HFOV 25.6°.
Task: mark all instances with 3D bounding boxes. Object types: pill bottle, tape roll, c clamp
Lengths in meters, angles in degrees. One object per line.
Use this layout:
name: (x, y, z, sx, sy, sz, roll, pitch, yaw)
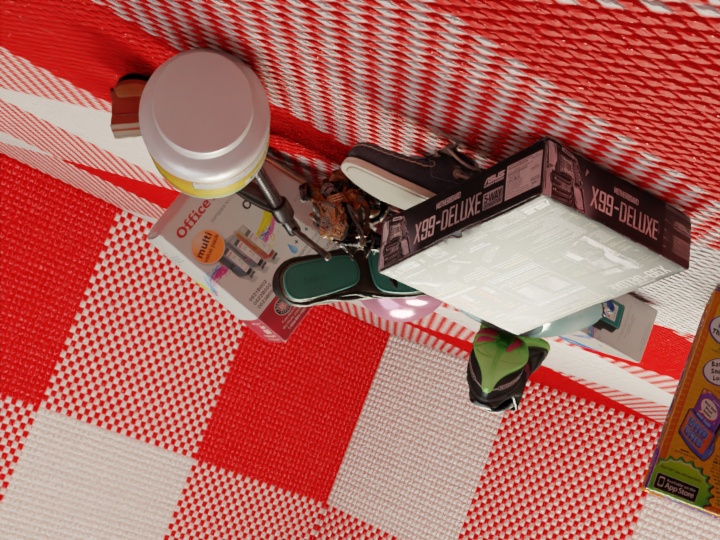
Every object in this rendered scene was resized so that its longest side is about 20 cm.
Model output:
pill bottle: (-0.132, -0.127, 1.350, 0.110, 0.112, 0.200, 22, 175, -2)
tape roll: (-0.073, -0.085, 1.739, 0.202, 0.037, 0.203, 33, -176, -3)
c clamp: (-0.115, -0.110, 1.572, 0.170, 0.027, 0.201, 29, 158, 50)

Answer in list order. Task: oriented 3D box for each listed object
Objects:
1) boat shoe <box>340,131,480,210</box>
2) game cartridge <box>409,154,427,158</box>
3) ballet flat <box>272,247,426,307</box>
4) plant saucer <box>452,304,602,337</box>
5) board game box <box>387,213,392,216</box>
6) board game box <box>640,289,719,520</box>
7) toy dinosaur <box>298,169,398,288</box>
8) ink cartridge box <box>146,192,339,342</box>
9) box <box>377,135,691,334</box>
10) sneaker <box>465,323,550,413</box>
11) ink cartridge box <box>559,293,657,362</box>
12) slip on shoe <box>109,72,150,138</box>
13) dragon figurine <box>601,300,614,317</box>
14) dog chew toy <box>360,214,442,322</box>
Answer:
boat shoe: (0.082, -0.071, 1.315, 0.198, 0.062, 0.075, 20, 173, -6)
game cartridge: (0.136, -0.050, 1.468, 0.132, 0.041, 0.200, 23, 177, 32)
ballet flat: (0.000, 0.000, 1.674, 0.198, 0.069, 0.068, -4, 176, -15)
plant saucer: (0.132, 0.019, 1.511, 0.199, 0.039, 0.201, 23, 160, 9)
board game box: (0.040, -0.030, 1.999, 0.164, 0.057, 0.200, 22, 176, -23)
board game box: (0.403, 0.157, 1.555, 0.198, 0.202, 0.200, 20, 176, 11)
toy dinosaur: (0.002, -0.067, 1.598, 0.135, 0.103, 0.201, 23, -142, -8)
ink cartridge box: (-0.135, -0.033, 1.902, 0.200, 0.146, 0.145, 40, 171, -10)
box: (0.135, -0.020, 1.245, 0.157, 0.050, 0.199, 23, 150, -30)
sneaker: (0.141, 0.099, 1.611, 0.076, 0.085, 0.200, 22, -172, 16)
ink cartridge box: (0.226, 0.032, 1.770, 0.199, 0.068, 0.116, 26, 173, -39)
slip on shoe: (-0.223, -0.172, 1.615, 0.073, 0.062, 0.200, -5, -171, -2)
dragon figurine: (0.170, -0.007, 1.626, 0.200, 0.100, 0.059, 42, 174, -11)
dog chew toy: (0.061, -0.009, 1.788, 0.123, 0.126, 0.200, 22, 168, -11)
